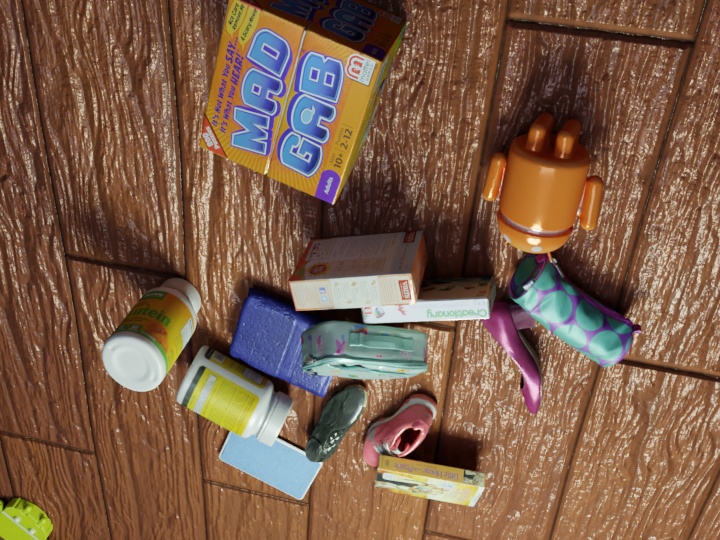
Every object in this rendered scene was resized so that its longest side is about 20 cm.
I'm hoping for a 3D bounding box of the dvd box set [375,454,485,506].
[{"bbox_3d":[0.125,0.392,1.393,0.194,0.030,0.147,9,151,3],"label":"dvd box set"}]

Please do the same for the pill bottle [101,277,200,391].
[{"bbox_3d":[-0.347,0.100,1.286,0.108,0.201,0.114,6,122,10],"label":"pill bottle"}]

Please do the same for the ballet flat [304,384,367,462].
[{"bbox_3d":[-0.045,0.284,1.417,0.066,0.056,0.202,45,119,18],"label":"ballet flat"}]

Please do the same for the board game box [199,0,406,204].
[{"bbox_3d":[-0.073,-0.253,1.005,0.195,0.201,0.203,22,123,0],"label":"board game box"}]

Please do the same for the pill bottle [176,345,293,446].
[{"bbox_3d":[-0.230,0.235,1.386,0.197,0.115,0.116,29,123,-3],"label":"pill bottle"}]

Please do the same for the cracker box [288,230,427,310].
[{"bbox_3d":[0.000,0.000,1.175,0.194,0.135,0.059,-4,119,17],"label":"cracker box"}]

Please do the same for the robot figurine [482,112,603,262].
[{"bbox_3d":[0.256,-0.111,1.054,0.140,0.118,0.205,-2,123,-13],"label":"robot figurine"}]

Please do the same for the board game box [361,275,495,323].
[{"bbox_3d":[0.110,0.045,1.177,0.194,0.126,0.036,-4,103,17],"label":"board game box"}]

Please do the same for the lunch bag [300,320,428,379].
[{"bbox_3d":[0.004,0.132,1.212,0.195,0.079,0.160,7,167,-25],"label":"lunch bag"}]

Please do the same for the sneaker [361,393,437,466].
[{"bbox_3d":[0.060,0.307,1.370,0.073,0.087,0.201,36,122,-8],"label":"sneaker"}]

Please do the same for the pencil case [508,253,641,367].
[{"bbox_3d":[0.326,0.059,1.155,0.198,0.086,0.093,36,123,-8],"label":"pencil case"}]

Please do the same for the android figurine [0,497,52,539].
[{"bbox_3d":[-0.824,0.621,1.816,0.198,0.041,0.182,-35,106,31],"label":"android figurine"}]

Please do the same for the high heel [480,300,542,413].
[{"bbox_3d":[0.247,0.145,1.236,0.093,0.068,0.206,-7,104,7],"label":"high heel"}]

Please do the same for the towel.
[{"bbox_3d":[-0.127,0.126,1.340,0.196,0.050,0.150,23,116,1],"label":"towel"}]

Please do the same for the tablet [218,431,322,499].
[{"bbox_3d":[-0.183,0.382,1.522,0.196,0.014,0.132,27,123,-3],"label":"tablet"}]
